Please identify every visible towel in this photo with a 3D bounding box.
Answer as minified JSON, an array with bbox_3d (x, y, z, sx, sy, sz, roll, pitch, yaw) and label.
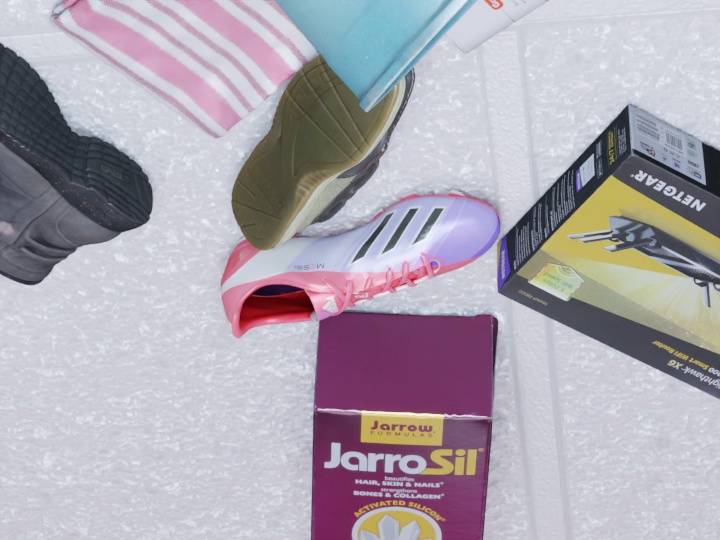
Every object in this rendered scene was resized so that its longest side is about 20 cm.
[{"bbox_3d":[-0.083,-0.171,1.648,0.146,0.030,0.200,34,127,-27],"label":"towel"}]

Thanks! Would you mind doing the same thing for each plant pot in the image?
[{"bbox_3d":[0.007,-0.225,1.440,0.188,0.200,0.200,45,126,-1],"label":"plant pot"}]

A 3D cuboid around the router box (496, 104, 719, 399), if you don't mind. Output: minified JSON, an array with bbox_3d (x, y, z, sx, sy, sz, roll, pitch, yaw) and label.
[{"bbox_3d":[0.216,-0.009,1.782,0.199,0.052,0.157,25,131,-21],"label":"router box"}]

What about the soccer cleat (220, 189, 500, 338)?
[{"bbox_3d":[0.000,0.000,1.782,0.199,0.077,0.067,-10,134,13],"label":"soccer cleat"}]

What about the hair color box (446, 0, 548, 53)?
[{"bbox_3d":[0.109,-0.225,1.565,0.199,0.061,0.101,-31,126,27],"label":"hair color box"}]

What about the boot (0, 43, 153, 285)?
[{"bbox_3d":[-0.246,-0.066,1.736,0.131,0.070,0.200,-25,125,31],"label":"boot"}]

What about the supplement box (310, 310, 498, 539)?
[{"bbox_3d":[0.030,0.133,1.895,0.130,0.104,0.201,2,134,2],"label":"supplement box"}]

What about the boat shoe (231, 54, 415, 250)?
[{"bbox_3d":[-0.017,-0.087,1.705,0.066,0.072,0.201,-22,161,-42],"label":"boat shoe"}]
